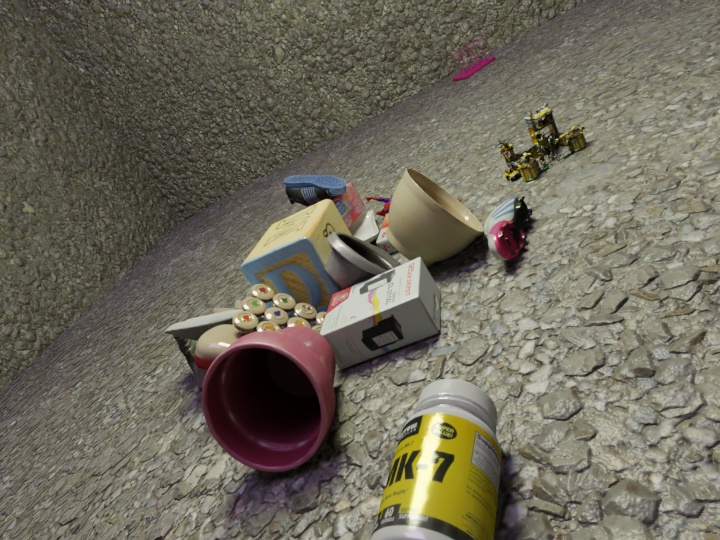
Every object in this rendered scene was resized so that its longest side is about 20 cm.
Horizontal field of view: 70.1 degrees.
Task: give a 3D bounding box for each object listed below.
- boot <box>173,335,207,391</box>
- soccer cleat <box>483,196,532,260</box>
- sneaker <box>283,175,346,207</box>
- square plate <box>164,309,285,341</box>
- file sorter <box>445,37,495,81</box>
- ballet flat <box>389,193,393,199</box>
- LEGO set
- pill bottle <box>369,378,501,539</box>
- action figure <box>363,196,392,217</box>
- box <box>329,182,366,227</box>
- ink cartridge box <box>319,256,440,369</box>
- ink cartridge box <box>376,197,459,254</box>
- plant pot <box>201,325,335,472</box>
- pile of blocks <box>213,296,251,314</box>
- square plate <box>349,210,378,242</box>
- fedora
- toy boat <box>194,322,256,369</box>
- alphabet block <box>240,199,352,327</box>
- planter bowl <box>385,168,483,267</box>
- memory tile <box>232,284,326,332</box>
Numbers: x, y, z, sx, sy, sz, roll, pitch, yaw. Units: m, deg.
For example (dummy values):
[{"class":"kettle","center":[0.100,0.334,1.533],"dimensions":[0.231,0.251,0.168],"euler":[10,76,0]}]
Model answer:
[{"class":"boot","center":[-0.382,0.194,1.172],"dimensions":[0.067,0.132,0.199],"euler":[-38,23,-18]},{"class":"soccer cleat","center":[0.268,-0.070,0.975],"dimensions":[0.086,0.070,0.200],"euler":[-26,16,40]},{"class":"sneaker","center":[-0.120,-0.215,1.417],"dimensions":[0.197,0.079,0.070],"euler":[10,38,29]},{"class":"square plate","center":[-0.287,0.123,1.123],"dimensions":[0.196,0.029,0.198],"euler":[-12,-18,16]},{"class":"file sorter","center":[0.559,-1.086,2.634],"dimensions":[0.199,0.126,0.139],"euler":[-35,22,-9]},{"class":"ballet flat","center":[0.136,-0.191,1.415],"dimensions":[0.067,0.047,0.199],"euler":[-38,23,-15]},{"class":"LEGO set","center":[0.413,-0.311,1.204],"dimensions":[0.198,0.117,0.154],"euler":[-29,22,7]},{"class":"pill bottle","center":[0.086,0.219,0.532],"dimensions":[0.113,0.115,0.201],"euler":[-18,25,30]},{"class":"action figure","center":[0.072,-0.186,1.379],"dimensions":[0.097,0.067,0.200],"euler":[-2,-13,-17]},{"class":"box","center":[-0.086,-0.152,1.448],"dimensions":[0.099,0.096,0.200],"euler":[-8,32,45]},{"class":"ink cartridge box","center":[0.039,0.075,0.934],"dimensions":[0.197,0.084,0.146],"euler":[-24,22,19]},{"class":"ink cartridge box","center":[0.142,-0.124,1.263],"dimensions":[0.198,0.050,0.163],"euler":[-25,23,25]},{"class":"plant pot","center":[-0.121,0.178,0.813],"dimensions":[0.197,0.203,0.179],"euler":[-24,7,18]},{"class":"pile of blocks","center":[-0.291,0.112,1.345],"dimensions":[0.197,0.083,0.062],"euler":[-24,-22,-5]},{"class":"square plate","center":[-0.039,-0.082,1.422],"dimensions":[0.196,0.029,0.201],"euler":[-28,22,8]},{"class":"fedora","center":[0.000,0.000,1.070],"dimensions":[0.176,0.199,0.091],"euler":[41,106,34]},{"class":"toy boat","center":[-0.226,0.188,1.002],"dimensions":[0.196,0.133,0.131],"euler":[14,17,4]},{"class":"alphabet block","center":[-0.127,-0.016,1.201],"dimensions":[0.194,0.197,0.201],"euler":[-19,26,24]},{"class":"planter bowl","center":[0.135,-0.094,1.057],"dimensions":[0.135,0.199,0.201],"euler":[-52,14,21]},{"class":"memory tile","center":[-0.144,0.100,1.021],"dimensions":[0.154,0.197,0.017],"euler":[-69,3,-58]}]
